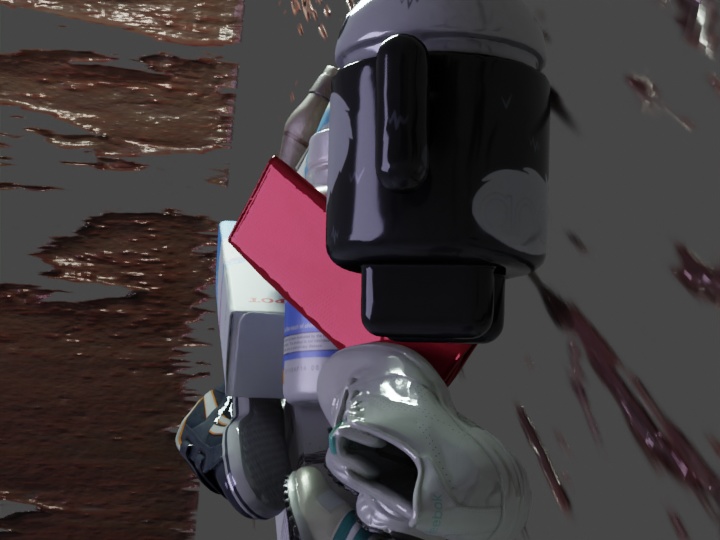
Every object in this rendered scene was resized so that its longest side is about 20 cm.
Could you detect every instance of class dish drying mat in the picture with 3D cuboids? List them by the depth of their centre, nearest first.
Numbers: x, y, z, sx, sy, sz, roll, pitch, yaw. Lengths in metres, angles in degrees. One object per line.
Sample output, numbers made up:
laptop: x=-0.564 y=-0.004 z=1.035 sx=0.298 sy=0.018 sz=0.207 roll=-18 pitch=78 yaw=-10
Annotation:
dish drying mat: x=-0.009 y=0.010 z=0.804 sx=0.200 sy=0.018 sz=0.077 roll=42 pitch=115 yaw=25

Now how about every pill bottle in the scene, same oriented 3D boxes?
pill bottle: x=0.000 y=0.000 z=0.881 sx=0.112 sy=0.111 sz=0.201 roll=141 pitch=132 yaw=-75

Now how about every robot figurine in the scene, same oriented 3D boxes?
robot figurine: x=0.040 y=-0.062 z=0.652 sx=0.150 sy=0.124 sz=0.201 roll=168 pitch=105 yaw=-66

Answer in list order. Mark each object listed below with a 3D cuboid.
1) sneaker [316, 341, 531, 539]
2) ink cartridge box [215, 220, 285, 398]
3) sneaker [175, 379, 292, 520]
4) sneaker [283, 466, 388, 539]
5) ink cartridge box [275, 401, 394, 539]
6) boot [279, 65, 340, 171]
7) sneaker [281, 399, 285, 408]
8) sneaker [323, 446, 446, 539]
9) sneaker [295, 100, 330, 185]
sneaker: x=0.011 y=0.095 z=0.705 sx=0.200 sy=0.088 sz=0.076 roll=32 pitch=114 yaw=54
ink cartridge box: x=-0.053 y=0.033 z=1.056 sx=0.200 sy=0.144 sz=0.085 roll=-111 pitch=26 yaw=-65
sneaker: x=-0.105 y=0.156 z=0.982 sx=0.079 sy=0.079 sz=0.200 roll=53 pitch=-172 yaw=-18
sneaker: x=0.006 y=0.211 z=0.824 sx=0.200 sy=0.093 sz=0.071 roll=-116 pitch=19 yaw=-53
ink cartridge box: x=-0.023 y=0.204 z=1.011 sx=0.201 sy=0.084 sz=0.146 roll=-99 pitch=16 yaw=-53
boot: x=-0.019 y=-0.120 z=1.116 sx=0.147 sy=0.070 sz=0.200 roll=-63 pitch=-11 yaw=13
sneaker: x=-0.061 y=0.153 z=1.141 sx=0.074 sy=0.088 sz=0.201 roll=-115 pitch=22 yaw=-73
sneaker: x=0.027 y=0.133 z=0.843 sx=0.200 sy=0.074 sz=0.080 roll=-158 pitch=88 yaw=-76
sneaker: x=-0.025 y=-0.080 z=0.992 sx=0.081 sy=0.076 sz=0.201 roll=-4 pitch=60 yaw=53
